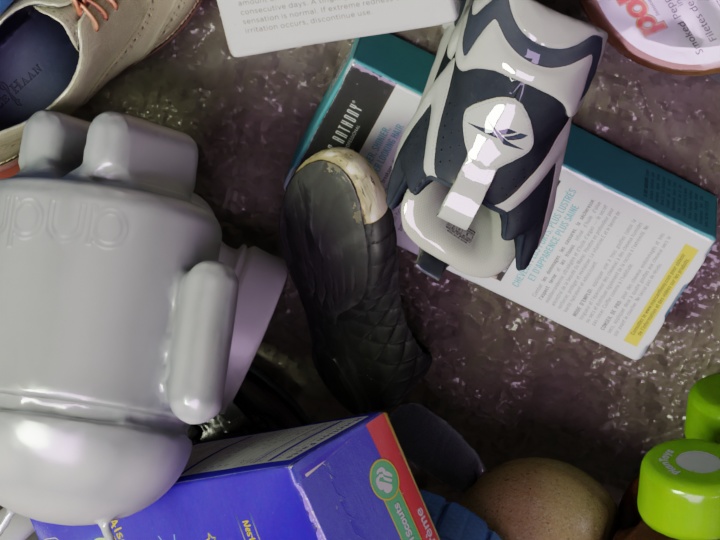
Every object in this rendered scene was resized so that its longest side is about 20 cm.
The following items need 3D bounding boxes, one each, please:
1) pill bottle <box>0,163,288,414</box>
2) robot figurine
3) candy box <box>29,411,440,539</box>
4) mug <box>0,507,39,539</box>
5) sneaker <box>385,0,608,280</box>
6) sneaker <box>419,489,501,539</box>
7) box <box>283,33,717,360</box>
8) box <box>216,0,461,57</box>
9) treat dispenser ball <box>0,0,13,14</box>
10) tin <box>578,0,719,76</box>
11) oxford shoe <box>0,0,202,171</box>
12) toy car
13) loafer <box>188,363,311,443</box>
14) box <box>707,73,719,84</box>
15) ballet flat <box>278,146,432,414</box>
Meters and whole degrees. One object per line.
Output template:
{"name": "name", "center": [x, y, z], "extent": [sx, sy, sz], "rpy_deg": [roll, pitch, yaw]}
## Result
{"name": "pill bottle", "center": [-0.143, -0.005, 1.334], "extent": [0.200, 0.112, 0.112], "rpy_deg": [23, 119, -4]}
{"name": "robot figurine", "center": [-0.127, 0.029, 1.219], "extent": [0.170, 0.113, 0.200], "rpy_deg": [2, 82, 40]}
{"name": "candy box", "center": [-0.045, 0.165, 1.279], "extent": [0.200, 0.077, 0.169], "rpy_deg": [-12, 103, 46]}
{"name": "mug", "center": [-0.166, 0.203, 1.383], "extent": [0.148, 0.175, 0.200], "rpy_deg": [20, 134, 30]}
{"name": "sneaker", "center": [0.055, -0.059, 1.213], "extent": [0.079, 0.199, 0.130], "rpy_deg": [25, 94, -8]}
{"name": "sneaker", "center": [0.001, 0.152, 1.338], "extent": [0.200, 0.071, 0.083], "rpy_deg": [17, 130, 31]}
{"name": "box", "center": [0.070, -0.038, 1.321], "extent": [0.200, 0.049, 0.082], "rpy_deg": [26, 119, -6]}
{"name": "box", "center": [-0.020, -0.220, 1.176], "extent": [0.106, 0.152, 0.200], "rpy_deg": [-8, 116, 13]}
{"name": "treat dispenser ball", "center": [-0.234, -0.186, 1.198], "extent": [0.201, 0.201, 0.201], "rpy_deg": [4, 119, 6]}
{"name": "tin", "center": [0.186, -0.162, 1.187], "extent": [0.200, 0.042, 0.112], "rpy_deg": [-28, 106, 21]}
{"name": "oxford shoe", "center": [-0.122, -0.123, 1.252], "extent": [0.071, 0.074, 0.200], "rpy_deg": [40, 86, -5]}
{"name": "toy car", "center": [0.106, 0.136, 1.370], "extent": [0.200, 0.158, 0.164], "rpy_deg": [12, 116, 19]}
{"name": "loafer", "center": [-0.054, 0.109, 1.411], "extent": [0.200, 0.063, 0.072], "rpy_deg": [42, 118, -15]}
{"name": "box", "center": [0.187, -0.169, 1.232], "extent": [0.200, 0.050, 0.158], "rpy_deg": [32, 118, -9]}
{"name": "ballet flat", "center": [0.000, 0.000, 1.316], "extent": [0.066, 0.057, 0.200], "rpy_deg": [41, 158, 27]}
